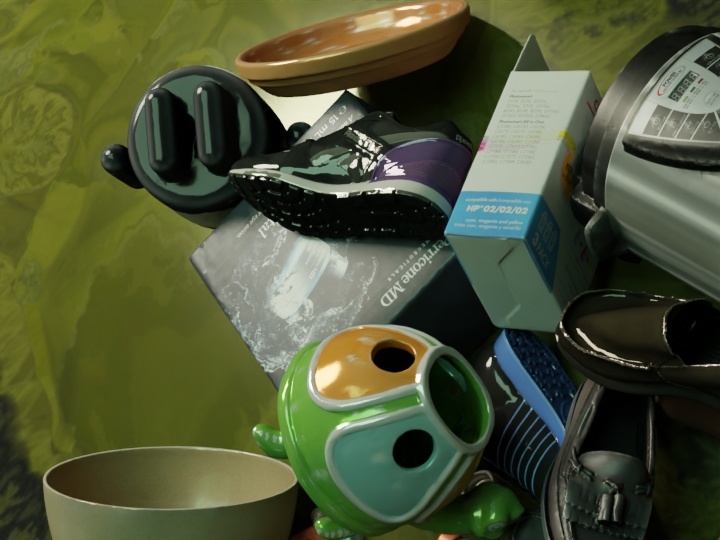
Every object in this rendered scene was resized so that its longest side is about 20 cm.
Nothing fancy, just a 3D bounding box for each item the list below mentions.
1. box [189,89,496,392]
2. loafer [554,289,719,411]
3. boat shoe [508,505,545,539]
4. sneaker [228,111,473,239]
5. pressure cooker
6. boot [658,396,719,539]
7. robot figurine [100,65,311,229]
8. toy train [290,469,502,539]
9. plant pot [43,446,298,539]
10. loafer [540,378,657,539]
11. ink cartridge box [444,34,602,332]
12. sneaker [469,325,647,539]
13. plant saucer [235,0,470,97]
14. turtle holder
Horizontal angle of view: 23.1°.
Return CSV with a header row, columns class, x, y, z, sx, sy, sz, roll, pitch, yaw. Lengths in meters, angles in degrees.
class,x,y,z,sx,sy,sz,roll,pitch,yaw
box,0.000,0.000,1.409,0.197,0.117,0.200,-46,53,12
loafer,0.214,0.042,1.180,0.200,0.071,0.073,13,55,40
boat shoe,0.140,0.250,1.235,0.074,0.066,0.200,-28,57,25
sneaker,-0.004,-0.077,1.336,0.200,0.076,0.088,7,60,32
pressure cooker,0.250,-0.072,1.220,0.200,0.176,0.179,35,122,41
boot,0.248,0.162,1.156,0.188,0.069,0.200,19,59,28
robot figurine,-0.124,-0.099,1.487,0.150,0.200,0.125,33,88,12
toy train,0.020,0.226,1.340,0.200,0.056,0.151,-25,59,26
plant pot,-0.149,0.227,1.394,0.200,0.200,0.135,6,100,37
loafer,0.168,0.129,1.200,0.200,0.072,0.063,-74,3,-49
ink cartridge box,0.141,-0.068,1.305,0.068,0.115,0.200,3,54,30
sneaker,0.136,0.138,1.292,0.078,0.070,0.200,-49,51,31
plant saucer,-0.004,-0.183,1.465,0.200,0.200,0.038,-3,110,35
turtle holder,0.028,0.126,1.246,0.132,0.141,0.186,-23,91,36
